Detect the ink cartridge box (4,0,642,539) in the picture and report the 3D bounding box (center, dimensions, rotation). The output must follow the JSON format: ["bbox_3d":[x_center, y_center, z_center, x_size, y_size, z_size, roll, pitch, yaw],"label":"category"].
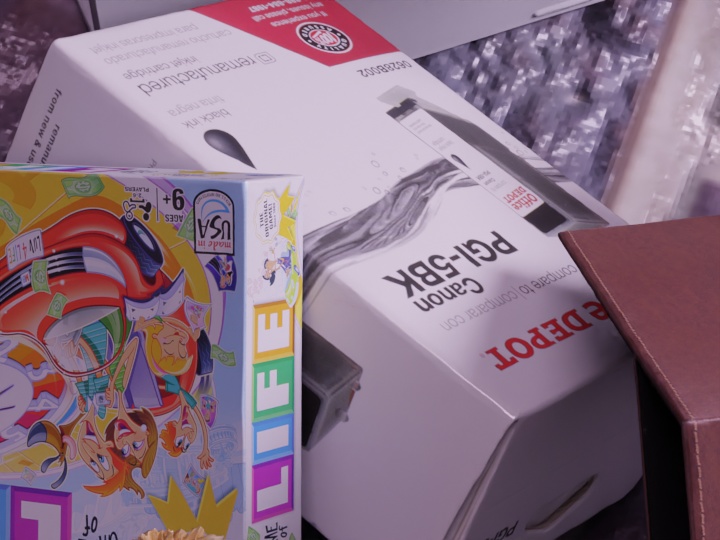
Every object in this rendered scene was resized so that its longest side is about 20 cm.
[{"bbox_3d":[0.000,0.000,0.810,0.200,0.083,0.147,39,32,21],"label":"ink cartridge box"}]

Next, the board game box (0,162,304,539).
[{"bbox_3d":[-0.111,0.034,0.768,0.199,0.034,0.135,3,96,30],"label":"board game box"}]

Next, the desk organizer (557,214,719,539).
[{"bbox_3d":[0.108,0.038,0.668,0.077,0.072,0.200,-7,14,-3],"label":"desk organizer"}]

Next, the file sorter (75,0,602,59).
[{"bbox_3d":[-0.019,-0.161,0.917,0.199,0.139,0.125,-17,56,-10],"label":"file sorter"}]

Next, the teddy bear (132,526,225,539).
[{"bbox_3d":[-0.111,0.139,0.670,0.067,0.200,0.145,36,51,-22],"label":"teddy bear"}]
